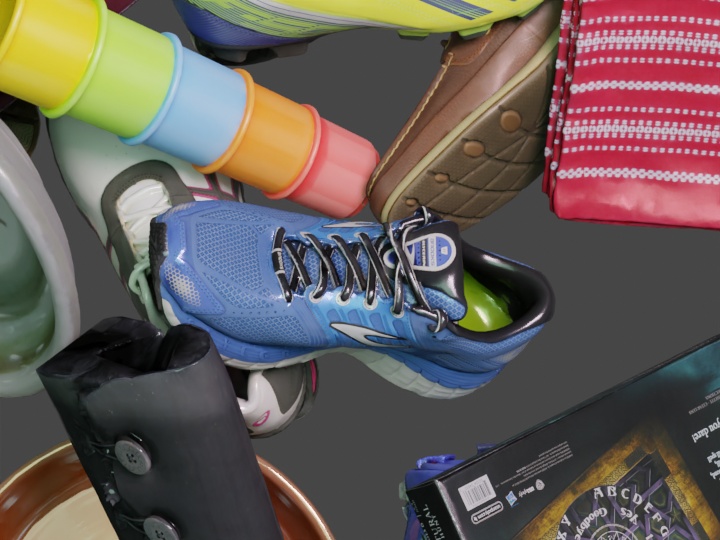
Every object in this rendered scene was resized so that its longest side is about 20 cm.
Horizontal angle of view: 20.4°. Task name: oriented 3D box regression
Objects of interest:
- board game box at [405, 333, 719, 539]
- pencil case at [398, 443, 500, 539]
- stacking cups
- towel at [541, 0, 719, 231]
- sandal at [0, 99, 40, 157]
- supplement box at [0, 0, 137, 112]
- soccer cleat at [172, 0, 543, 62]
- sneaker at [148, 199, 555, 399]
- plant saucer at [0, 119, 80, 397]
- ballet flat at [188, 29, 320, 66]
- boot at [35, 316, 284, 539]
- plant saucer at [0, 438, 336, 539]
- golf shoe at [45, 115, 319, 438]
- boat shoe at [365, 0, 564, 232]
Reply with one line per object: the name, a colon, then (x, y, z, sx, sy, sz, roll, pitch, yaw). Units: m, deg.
board game box: (0.124, 0.120, 0.873, 0.199, 0.028, 0.136, -21, 86, -37)
pencil case: (0.042, 0.178, 0.906, 0.086, 0.078, 0.201, 10, 88, 29)
stacking cups: (-0.077, -0.072, 0.886, 0.199, 0.060, 0.061, 23, 88, -29)
towel: (0.158, -0.105, 0.860, 0.144, 0.023, 0.201, 6, 121, 4)
sandal: (-0.232, -0.121, 0.950, 0.080, 0.054, 0.200, -43, 101, -7)
supplement box: (-0.133, -0.169, 0.914, 0.200, 0.061, 0.109, -40, 102, -9)
soccer cleat: (0.012, -0.144, 0.876, 0.199, 0.084, 0.065, -11, 53, 2)
sneaker: (0.000, 0.000, 0.868, 0.199, 0.089, 0.079, 10, 61, -33)
plant saucer: (-0.194, -0.034, 0.894, 0.200, 0.200, 0.050, 40, 55, 4)
ballet flat: (-0.005, -0.173, 0.948, 0.200, 0.057, 0.066, -44, 125, 2)
boot: (-0.038, 0.116, 0.828, 0.164, 0.066, 0.201, -4, 110, 35)
plant saucer: (-0.099, 0.173, 0.937, 0.199, 0.032, 0.202, 0, 88, 2)
golf shoe: (-0.083, -0.016, 0.918, 0.077, 0.088, 0.201, -32, 85, 2)
boat shoe: (0.072, -0.097, 0.929, 0.200, 0.072, 0.068, -47, 58, -2)
